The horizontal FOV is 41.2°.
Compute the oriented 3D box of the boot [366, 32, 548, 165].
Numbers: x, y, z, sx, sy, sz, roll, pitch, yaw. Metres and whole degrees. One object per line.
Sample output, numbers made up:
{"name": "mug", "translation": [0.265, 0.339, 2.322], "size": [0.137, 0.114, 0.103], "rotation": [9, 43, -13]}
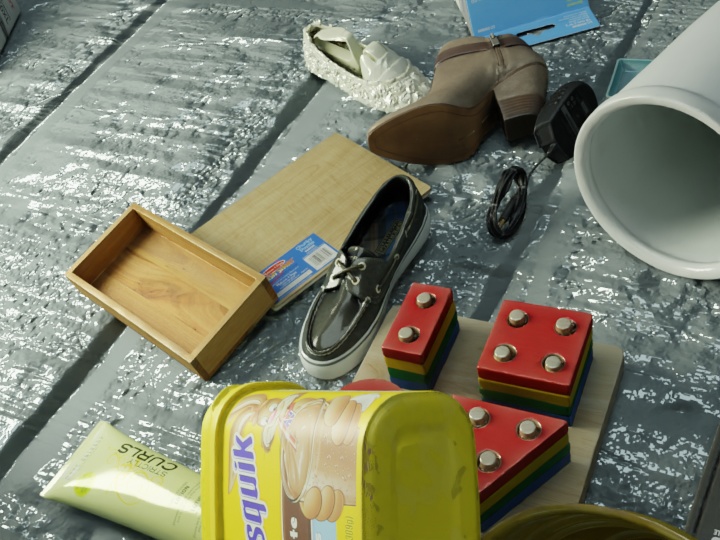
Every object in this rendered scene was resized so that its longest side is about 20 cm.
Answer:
{"name": "boot", "translation": [0.098, -0.184, 0.989], "size": [0.197, 0.071, 0.147], "rotation": [-6, 45, -2]}

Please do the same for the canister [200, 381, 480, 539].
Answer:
{"name": "canister", "translation": [-0.019, 0.142, 0.575], "size": [0.086, 0.151, 0.199], "rotation": [2, -7, -33]}

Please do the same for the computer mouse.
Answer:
{"name": "computer mouse", "translation": [0.168, -0.107, 0.908], "size": [0.034, 0.059, 0.201], "rotation": [2, 46, 50]}

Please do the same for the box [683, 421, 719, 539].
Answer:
{"name": "box", "translation": [0.307, 0.154, 0.567], "size": [0.198, 0.087, 0.164], "rotation": [15, 52, 29]}

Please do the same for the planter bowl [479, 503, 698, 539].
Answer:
{"name": "planter bowl", "translation": [0.154, 0.204, 0.520], "size": [0.198, 0.203, 0.083], "rotation": [18, 24, 31]}

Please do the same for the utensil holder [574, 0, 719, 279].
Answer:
{"name": "utensil holder", "translation": [0.302, -0.119, 0.793], "size": [0.169, 0.171, 0.200], "rotation": [26, 54, 36]}

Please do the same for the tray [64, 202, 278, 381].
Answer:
{"name": "tray", "translation": [-0.177, 0.015, 0.883], "size": [0.199, 0.037, 0.099], "rotation": [27, 67, 37]}

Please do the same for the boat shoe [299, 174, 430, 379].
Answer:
{"name": "boat shoe", "translation": [0.000, 0.000, 0.831], "size": [0.068, 0.057, 0.201], "rotation": [13, 56, 27]}

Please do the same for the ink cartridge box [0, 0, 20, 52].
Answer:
{"name": "ink cartridge box", "translation": [-0.555, -0.365, 1.314], "size": [0.082, 0.146, 0.202], "rotation": [-10, 43, 8]}

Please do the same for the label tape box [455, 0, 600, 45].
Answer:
{"name": "label tape box", "translation": [0.185, -0.346, 1.134], "size": [0.142, 0.064, 0.201], "rotation": [-15, 43, 2]}

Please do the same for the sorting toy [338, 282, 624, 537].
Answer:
{"name": "sorting toy", "translation": [0.073, 0.102, 0.702], "size": [0.197, 0.070, 0.200], "rotation": [10, 49, 25]}

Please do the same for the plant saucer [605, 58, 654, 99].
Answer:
{"name": "plant saucer", "translation": [0.349, -0.181, 0.949], "size": [0.197, 0.019, 0.070], "rotation": [7, 48, 24]}

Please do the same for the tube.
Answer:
{"name": "tube", "translation": [-0.155, 0.169, 0.720], "size": [0.198, 0.053, 0.058], "rotation": [13, 9, 34]}

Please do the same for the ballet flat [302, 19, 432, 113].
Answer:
{"name": "ballet flat", "translation": [0.000, -0.230, 1.070], "size": [0.072, 0.072, 0.199], "rotation": [-40, 49, -24]}

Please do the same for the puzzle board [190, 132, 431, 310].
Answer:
{"name": "puzzle board", "translation": [-0.050, -0.052, 0.937], "size": [0.199, 0.018, 0.150], "rotation": [-38, 48, -21]}
